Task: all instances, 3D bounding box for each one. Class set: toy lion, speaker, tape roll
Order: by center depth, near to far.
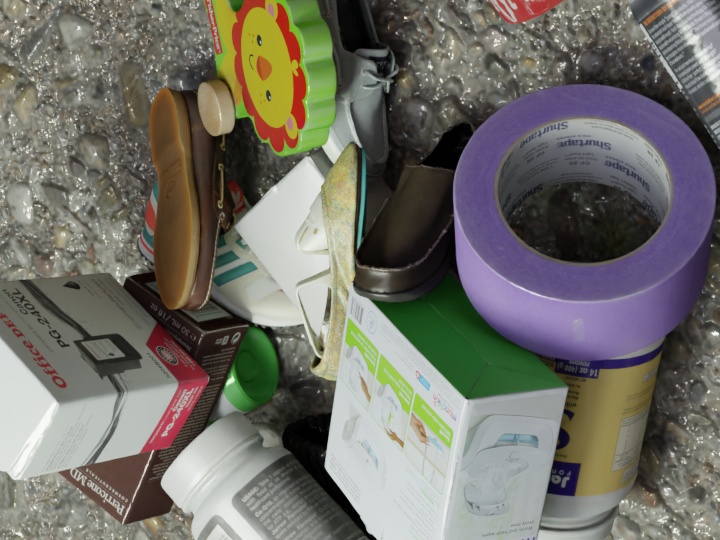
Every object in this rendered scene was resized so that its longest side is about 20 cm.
[{"bbox_3d":[0.170,-0.038,1.549,0.199,0.201,0.085,25,152,20],"label":"tape roll"},{"bbox_3d":[-0.080,-0.193,1.659,0.191,0.068,0.202,-4,99,64],"label":"toy lion"},{"bbox_3d":[-0.175,0.103,1.873,0.199,0.088,0.089,-12,101,32],"label":"speaker"}]

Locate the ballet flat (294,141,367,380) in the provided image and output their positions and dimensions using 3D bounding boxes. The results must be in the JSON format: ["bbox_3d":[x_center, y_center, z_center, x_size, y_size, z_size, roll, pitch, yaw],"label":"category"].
[{"bbox_3d":[-0.022,-0.003,1.654,0.070,0.071,0.202,7,110,28],"label":"ballet flat"}]

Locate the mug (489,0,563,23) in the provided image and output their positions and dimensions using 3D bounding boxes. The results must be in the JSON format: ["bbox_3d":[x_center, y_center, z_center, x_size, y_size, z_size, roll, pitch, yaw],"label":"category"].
[{"bbox_3d":[0.106,-0.297,1.507,0.200,0.133,0.177,52,156,-18],"label":"mug"}]

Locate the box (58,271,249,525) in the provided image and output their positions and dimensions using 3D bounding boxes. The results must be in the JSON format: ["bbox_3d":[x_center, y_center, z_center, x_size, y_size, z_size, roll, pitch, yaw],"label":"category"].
[{"bbox_3d":[-0.188,0.111,1.790,0.100,0.075,0.201,33,112,26],"label":"box"}]

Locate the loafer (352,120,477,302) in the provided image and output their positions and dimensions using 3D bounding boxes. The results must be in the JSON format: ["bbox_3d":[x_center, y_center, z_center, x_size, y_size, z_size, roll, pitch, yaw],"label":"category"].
[{"bbox_3d":[0.046,-0.051,1.617,0.072,0.200,0.072,7,130,25],"label":"loafer"}]

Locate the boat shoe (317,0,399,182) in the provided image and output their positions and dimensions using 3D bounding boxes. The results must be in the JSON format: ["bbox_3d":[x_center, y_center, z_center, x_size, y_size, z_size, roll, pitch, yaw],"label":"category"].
[{"bbox_3d":[-0.009,-0.173,1.686,0.071,0.070,0.203,-13,98,38],"label":"boat shoe"}]

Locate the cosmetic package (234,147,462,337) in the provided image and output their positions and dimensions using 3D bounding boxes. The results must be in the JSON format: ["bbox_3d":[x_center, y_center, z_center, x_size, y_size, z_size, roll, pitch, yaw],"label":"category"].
[{"bbox_3d":[0.000,0.000,1.735,0.107,0.085,0.201,-38,86,33],"label":"cosmetic package"}]

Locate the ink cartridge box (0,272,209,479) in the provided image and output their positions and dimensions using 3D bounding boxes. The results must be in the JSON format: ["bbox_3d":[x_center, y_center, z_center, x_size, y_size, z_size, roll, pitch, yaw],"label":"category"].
[{"bbox_3d":[-0.244,0.082,1.663,0.145,0.199,0.084,44,114,22],"label":"ink cartridge box"}]

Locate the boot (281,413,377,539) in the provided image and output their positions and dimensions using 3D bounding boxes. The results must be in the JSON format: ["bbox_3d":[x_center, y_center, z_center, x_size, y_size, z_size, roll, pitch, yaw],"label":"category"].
[{"bbox_3d":[0.025,0.215,1.802,0.209,0.079,0.159,5,110,29],"label":"boot"}]

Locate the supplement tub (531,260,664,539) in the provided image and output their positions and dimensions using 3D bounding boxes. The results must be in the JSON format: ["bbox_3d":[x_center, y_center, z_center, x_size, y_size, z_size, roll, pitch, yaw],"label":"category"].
[{"bbox_3d":[0.162,0.109,1.645,0.144,0.145,0.202,18,115,23],"label":"supplement tub"}]

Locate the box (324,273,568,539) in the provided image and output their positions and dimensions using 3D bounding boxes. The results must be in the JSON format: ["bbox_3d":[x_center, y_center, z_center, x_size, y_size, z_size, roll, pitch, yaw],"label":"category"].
[{"bbox_3d":[0.059,0.125,1.586,0.200,0.096,0.178,44,133,53],"label":"box"}]

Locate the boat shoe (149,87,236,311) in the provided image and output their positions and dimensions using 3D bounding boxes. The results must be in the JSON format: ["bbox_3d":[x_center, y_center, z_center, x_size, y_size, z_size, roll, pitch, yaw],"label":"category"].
[{"bbox_3d":[-0.137,-0.061,1.741,0.070,0.070,0.202,-24,62,51],"label":"boat shoe"}]

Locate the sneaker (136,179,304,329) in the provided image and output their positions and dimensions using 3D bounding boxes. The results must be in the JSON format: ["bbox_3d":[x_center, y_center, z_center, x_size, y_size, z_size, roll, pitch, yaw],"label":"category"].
[{"bbox_3d":[-0.110,-0.024,1.798,0.199,0.070,0.094,27,124,22],"label":"sneaker"}]

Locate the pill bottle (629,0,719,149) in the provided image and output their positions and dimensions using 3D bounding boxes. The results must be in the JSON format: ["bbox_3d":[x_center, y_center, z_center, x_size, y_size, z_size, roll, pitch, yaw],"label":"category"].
[{"bbox_3d":[0.269,-0.181,1.502,0.106,0.106,0.201,-34,89,34],"label":"pill bottle"}]

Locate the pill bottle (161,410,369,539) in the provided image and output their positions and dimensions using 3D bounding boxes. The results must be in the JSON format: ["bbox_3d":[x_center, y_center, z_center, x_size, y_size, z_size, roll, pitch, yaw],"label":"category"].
[{"bbox_3d":[-0.074,0.226,1.754,0.200,0.114,0.114,47,123,12],"label":"pill bottle"}]
